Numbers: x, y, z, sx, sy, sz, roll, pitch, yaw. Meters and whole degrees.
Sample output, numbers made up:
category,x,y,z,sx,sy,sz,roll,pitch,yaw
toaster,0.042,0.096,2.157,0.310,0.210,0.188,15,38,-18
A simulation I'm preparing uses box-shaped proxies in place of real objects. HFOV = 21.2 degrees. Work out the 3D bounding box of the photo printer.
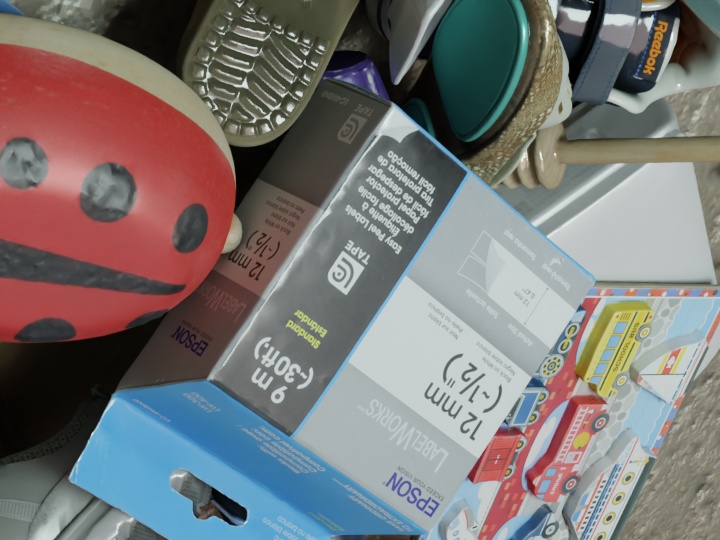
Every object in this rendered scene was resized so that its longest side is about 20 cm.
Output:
category,x,y,z,sx,sy,sz,roll,pitch,yaw
photo printer,0.115,0.021,1.037,0.166,0.069,0.201,-34,136,-13

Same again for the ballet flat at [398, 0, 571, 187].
category,x,y,z,sx,sy,sz,roll,pitch,yaw
ballet flat,0.057,-0.075,0.875,0.065,0.071,0.200,-6,160,-24

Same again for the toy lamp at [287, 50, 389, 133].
category,x,y,z,sx,sy,sz,roll,pitch,yaw
toy lamp,0.000,0.000,0.886,0.058,0.058,0.202,-18,114,-27

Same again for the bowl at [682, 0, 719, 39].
category,x,y,z,sx,sy,sz,roll,pitch,yaw
bowl,0.199,-0.168,0.899,0.105,0.202,0.200,-42,141,25

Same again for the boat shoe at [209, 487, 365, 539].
category,x,y,z,sx,sy,sz,roll,pitch,yaw
boat shoe,-0.022,0.129,0.980,0.084,0.069,0.200,-39,150,-10

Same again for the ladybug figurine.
category,x,y,z,sx,sy,sz,roll,pitch,yaw
ladybug figurine,-0.131,-0.025,0.730,0.198,0.072,0.137,7,126,-29

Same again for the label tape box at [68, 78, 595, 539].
category,x,y,z,sx,sy,sz,roll,pitch,yaw
label tape box,-0.009,0.043,0.820,0.143,0.066,0.201,37,82,-35

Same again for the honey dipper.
category,x,y,z,sx,sy,sz,roll,pitch,yaw
honey dipper,0.143,-0.057,0.921,0.038,0.198,0.038,-5,95,-62

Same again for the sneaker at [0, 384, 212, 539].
category,x,y,z,sx,sy,sz,roll,pitch,yaw
sneaker,-0.161,0.129,0.840,0.199,0.082,0.075,-36,150,-26

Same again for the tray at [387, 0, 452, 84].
category,x,y,z,sx,sy,sz,roll,pitch,yaw
tray,0.065,-0.178,0.824,0.201,0.022,0.107,-58,-179,-10

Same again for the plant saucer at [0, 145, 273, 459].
category,x,y,z,sx,sy,sz,roll,pitch,yaw
plant saucer,-0.093,0.027,0.906,0.199,0.029,0.202,-21,131,-27

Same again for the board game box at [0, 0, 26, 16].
category,x,y,z,sx,sy,sz,roll,pitch,yaw
board game box,-0.187,-0.050,0.768,0.158,0.039,0.200,-44,135,7

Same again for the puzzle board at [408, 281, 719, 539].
category,x,y,z,sx,sy,sz,roll,pitch,yaw
puzzle board,0.109,0.094,1.025,0.149,0.017,0.202,1,122,-36

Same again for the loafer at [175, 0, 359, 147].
category,x,y,z,sx,sy,sz,roll,pitch,yaw
loafer,-0.022,-0.143,0.812,0.076,0.067,0.201,39,77,-22

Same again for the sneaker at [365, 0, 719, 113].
category,x,y,z,sx,sy,sz,roll,pitch,yaw
sneaker,0.100,-0.122,0.916,0.198,0.079,0.079,-3,123,-35
